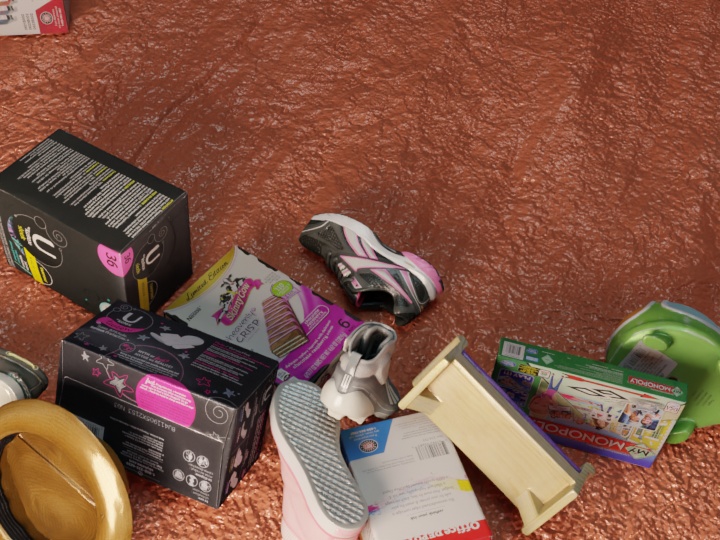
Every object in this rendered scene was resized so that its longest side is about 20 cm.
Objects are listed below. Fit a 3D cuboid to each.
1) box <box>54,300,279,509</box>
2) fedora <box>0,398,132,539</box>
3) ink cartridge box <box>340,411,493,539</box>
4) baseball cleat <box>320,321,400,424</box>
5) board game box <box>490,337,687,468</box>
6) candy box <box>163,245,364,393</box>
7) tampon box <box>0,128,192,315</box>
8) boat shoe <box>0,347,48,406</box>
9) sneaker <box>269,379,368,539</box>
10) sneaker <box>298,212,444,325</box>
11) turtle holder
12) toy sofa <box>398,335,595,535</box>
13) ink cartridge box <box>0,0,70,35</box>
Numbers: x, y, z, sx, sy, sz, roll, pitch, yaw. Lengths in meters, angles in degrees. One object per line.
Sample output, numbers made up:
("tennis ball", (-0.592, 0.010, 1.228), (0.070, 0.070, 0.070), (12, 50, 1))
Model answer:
("box", (-0.204, 0.137, 1.036), (0.199, 0.133, 0.115), (20, 26, 13))
("fedora", (-0.295, 0.216, 0.980), (0.200, 0.201, 0.082), (24, 15, 16))
("ink cartridge box", (0.058, 0.252, 1.017), (0.116, 0.067, 0.200), (-10, 50, -14))
("baseball cleat", (0.017, 0.108, 1.050), (0.070, 0.200, 0.107), (25, 94, 10))
("board game box", (0.239, 0.147, 1.082), (0.199, 0.135, 0.029), (14, 49, 7))
("candy box", (-0.113, 0.071, 1.164), (0.200, 0.061, 0.136), (29, 53, 20))
("tampon box", (-0.321, -0.048, 1.189), (0.200, 0.150, 0.126), (27, 51, 17))
("boat shoe", (-0.442, 0.107, 1.099), (0.201, 0.072, 0.060), (18, 28, 20))
("sneaker", (-0.057, 0.214, 1.017), (0.075, 0.105, 0.200), (1, 41, -26))
("sneaker", (0.000, 0.000, 1.229), (0.200, 0.080, 0.086), (25, 62, 23))
("turtle holder", (0.375, 0.106, 1.130), (0.185, 0.141, 0.132), (6, 28, 14))
("toy sofa", (0.146, 0.166, 1.036), (0.200, 0.083, 0.098), (45, 30, 7))
("ink cartridge box", (-0.566, -0.464, 1.533), (0.199, 0.146, 0.145), (-5, 50, -9))
